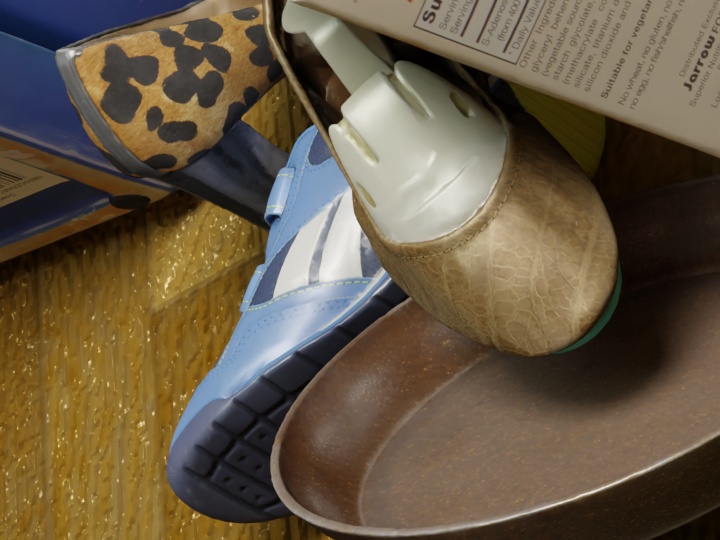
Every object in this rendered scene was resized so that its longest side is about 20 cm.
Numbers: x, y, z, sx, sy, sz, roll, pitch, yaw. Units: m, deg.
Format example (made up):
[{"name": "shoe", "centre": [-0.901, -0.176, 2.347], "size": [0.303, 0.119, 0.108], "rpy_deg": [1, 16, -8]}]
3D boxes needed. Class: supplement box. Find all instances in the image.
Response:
[{"name": "supplement box", "centre": [0.049, -0.099, 0.700], "size": [0.126, 0.199, 0.074], "rpy_deg": [42, 111, 56]}]

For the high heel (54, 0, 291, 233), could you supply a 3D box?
[{"name": "high heel", "centre": [-0.045, -0.118, 0.867], "size": [0.071, 0.142, 0.201], "rpy_deg": [-14, 61, 39]}]

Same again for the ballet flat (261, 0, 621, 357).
[{"name": "ballet flat", "centre": [0.013, -0.049, 0.732], "size": [0.068, 0.072, 0.200], "rpy_deg": [-39, 40, 9]}]

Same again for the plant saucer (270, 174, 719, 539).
[{"name": "plant saucer", "centre": [0.070, 0.032, 0.700], "size": [0.199, 0.035, 0.200], "rpy_deg": [-23, 20, 9]}]

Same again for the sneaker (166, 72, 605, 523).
[{"name": "sneaker", "centre": [0.000, 0.000, 0.822], "size": [0.200, 0.074, 0.082], "rpy_deg": [-50, 43, 1]}]

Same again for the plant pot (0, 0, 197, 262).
[{"name": "plant pot", "centre": [-0.170, -0.110, 0.948], "size": [0.199, 0.199, 0.181], "rpy_deg": [-18, 65, 37]}]
